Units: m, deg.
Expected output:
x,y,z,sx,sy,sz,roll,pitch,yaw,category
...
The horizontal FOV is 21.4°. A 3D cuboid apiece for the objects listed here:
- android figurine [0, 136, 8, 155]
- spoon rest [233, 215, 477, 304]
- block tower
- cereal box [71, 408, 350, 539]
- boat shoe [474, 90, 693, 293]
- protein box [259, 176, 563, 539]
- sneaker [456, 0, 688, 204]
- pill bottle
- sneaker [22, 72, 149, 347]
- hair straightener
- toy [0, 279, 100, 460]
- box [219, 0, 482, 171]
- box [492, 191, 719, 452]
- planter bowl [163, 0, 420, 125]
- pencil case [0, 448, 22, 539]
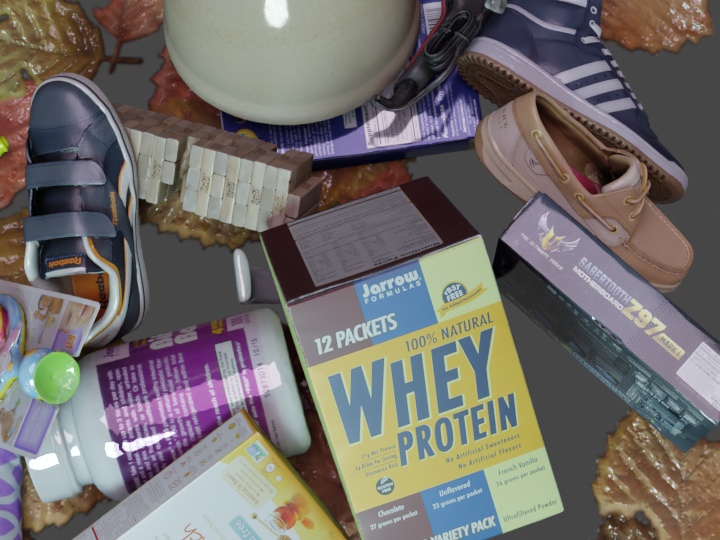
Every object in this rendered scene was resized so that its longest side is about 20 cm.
x,y,z,sx,sy,sz,roll,pitch,yaw,category
-0.365,-0.063,1.455,0.199,0.041,0.182,-36,80,-6,android figurine
0.000,0.000,1.436,0.198,0.061,0.100,-4,79,-14,spoon rest
-0.129,-0.078,1.423,0.199,0.058,0.054,15,110,14,block tower
-0.119,0.209,1.342,0.200,0.144,0.040,-38,35,-1,cereal box
0.176,-0.057,1.397,0.199,0.069,0.074,35,43,-18,boat shoe
0.030,0.065,1.308,0.134,0.200,0.200,-19,105,-3,protein box
0.181,-0.143,1.450,0.199,0.070,0.109,34,67,-3,sneaker
-0.143,0.102,1.380,0.198,0.112,0.113,-15,78,-3,pill bottle
-0.205,-0.041,1.390,0.078,0.079,0.202,-8,102,23,sneaker
0.073,-0.191,1.420,0.041,0.077,0.200,44,66,-10,hair straightener
-0.269,0.059,1.359,0.199,0.047,0.116,10,76,49,toy
-0.011,-0.141,1.470,0.198,0.032,0.122,-7,78,-2,box
0.182,0.040,1.365,0.200,0.158,0.051,42,81,10,box
-0.056,-0.227,1.409,0.198,0.135,0.202,-2,60,3,planter bowl
-0.287,0.219,1.377,0.085,0.084,0.202,-5,75,23,pencil case
